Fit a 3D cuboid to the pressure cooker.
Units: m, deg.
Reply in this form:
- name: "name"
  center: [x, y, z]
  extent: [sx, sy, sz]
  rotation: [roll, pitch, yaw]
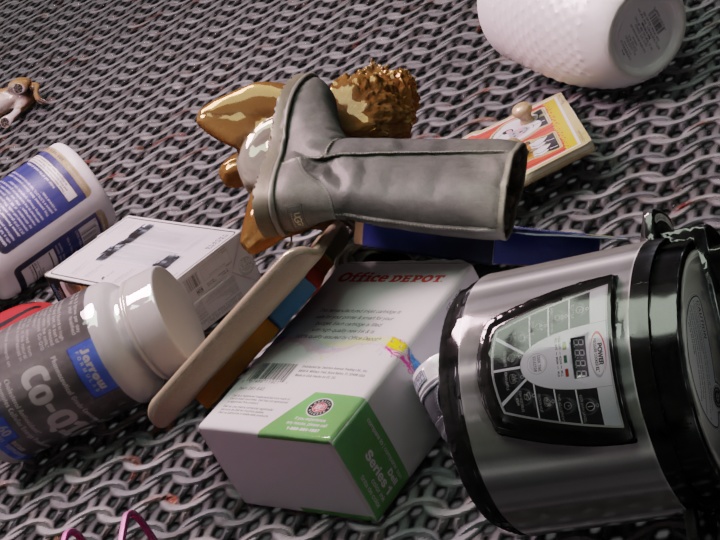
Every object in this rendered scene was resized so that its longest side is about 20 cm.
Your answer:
- name: "pressure cooker"
  center: [0.168, 0.068, 1.019]
  extent: [0.199, 0.176, 0.179]
  rotation: [-11, 30, 27]

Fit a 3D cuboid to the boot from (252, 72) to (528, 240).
- name: "boot"
  center: [0.029, -0.091, 1.263]
  extent: [0.199, 0.073, 0.182]
  rotation: [-6, 50, 19]

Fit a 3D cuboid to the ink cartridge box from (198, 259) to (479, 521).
- name: "ink cartridge box"
  center: [-0.002, 0.086, 1.239]
  extent: [0.145, 0.084, 0.200]
  rotation: [0, 39, 44]

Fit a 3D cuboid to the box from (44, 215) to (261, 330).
- name: "box"
  center: [-0.200, 0.007, 1.570]
  extent: [0.200, 0.060, 0.117]
  rotation: [8, 39, 48]

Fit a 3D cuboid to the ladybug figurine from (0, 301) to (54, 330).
- name: "ladybug figurine"
  center: [-0.345, 0.091, 1.555]
  extent: [0.200, 0.072, 0.136]
  rotation: [-32, 27, -8]

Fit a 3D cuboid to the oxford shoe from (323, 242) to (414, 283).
- name: "oxford shoe"
  center: [0.000, 0.000, 1.416]
  extent: [0.075, 0.058, 0.200]
  rotation: [-38, 27, -13]

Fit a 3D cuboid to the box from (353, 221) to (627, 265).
- name: "box"
  center: [0.103, -0.023, 1.316]
  extent: [0.121, 0.033, 0.200]
  rotation: [2, 3, -40]

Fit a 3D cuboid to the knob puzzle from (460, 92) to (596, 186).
- name: "knob puzzle"
  center: [0.105, -0.102, 1.491]
  extent: [0.219, 0.031, 0.220]
  rotation: [-26, 20, 10]

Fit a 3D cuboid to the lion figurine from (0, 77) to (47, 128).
- name: "lion figurine"
  center: [-0.513, -0.235, 2.282]
  extent: [0.199, 0.073, 0.123]
  rotation: [-5, 19, 12]

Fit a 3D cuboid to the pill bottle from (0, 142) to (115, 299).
- name: "pill bottle"
  center: [-0.374, -0.040, 1.762]
  extent: [0.200, 0.111, 0.111]
  rotation: [-37, 29, -18]

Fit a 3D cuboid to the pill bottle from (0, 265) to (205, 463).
- name: "pill bottle"
  center: [-0.242, 0.079, 1.425]
  extent: [0.200, 0.114, 0.114]
  rotation: [-26, 27, 13]

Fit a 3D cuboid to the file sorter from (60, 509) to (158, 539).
- name: "file sorter"
  center: [-0.214, 0.264, 1.085]
  extent: [0.199, 0.126, 0.139]
  rotation: [-22, 28, 11]

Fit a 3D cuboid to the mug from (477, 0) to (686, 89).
- name: "mug"
  center: [0.209, -0.265, 1.524]
  extent: [0.147, 0.200, 0.175]
  rotation: [-30, 33, -16]

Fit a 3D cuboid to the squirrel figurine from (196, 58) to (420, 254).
- name: "squirrel figurine"
  center: [-0.022, -0.094, 1.443]
  extent: [0.200, 0.187, 0.142]
  rotation: [-32, 68, 7]

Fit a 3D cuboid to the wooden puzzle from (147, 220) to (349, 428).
- name: "wooden puzzle"
  center: [-0.081, 0.044, 1.314]
  extent: [0.185, 0.037, 0.200]
  rotation: [-47, -2, 10]

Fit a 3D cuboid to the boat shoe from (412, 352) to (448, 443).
- name: "boat shoe"
  center: [0.140, 0.068, 1.168]
  extent: [0.199, 0.072, 0.068]
  rotation: [-19, 60, -14]
